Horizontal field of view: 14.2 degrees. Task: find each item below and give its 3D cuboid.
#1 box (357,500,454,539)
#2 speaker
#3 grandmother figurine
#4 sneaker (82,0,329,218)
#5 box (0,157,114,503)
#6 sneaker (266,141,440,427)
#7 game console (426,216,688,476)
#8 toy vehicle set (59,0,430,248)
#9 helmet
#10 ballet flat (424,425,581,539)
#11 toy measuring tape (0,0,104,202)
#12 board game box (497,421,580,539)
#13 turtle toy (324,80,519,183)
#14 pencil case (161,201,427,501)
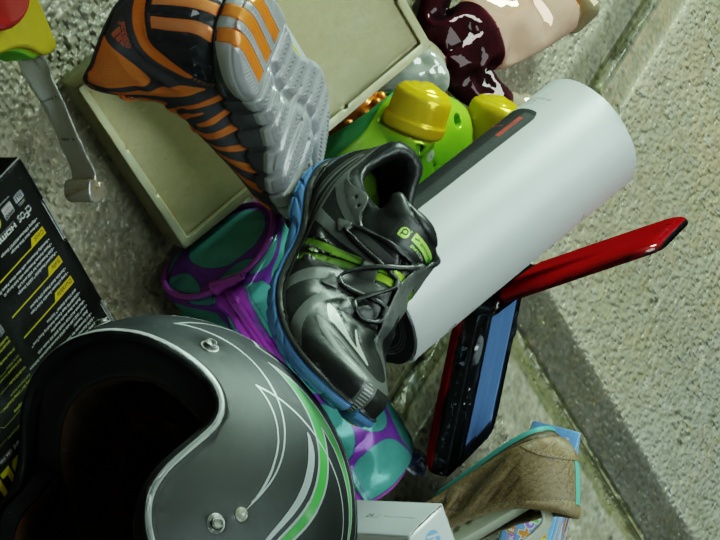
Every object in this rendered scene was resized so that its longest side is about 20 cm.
[{"bbox_3d":[0.010,0.232,1.747,0.041,0.155,0.201,-41,119,-42],"label":"box"},{"bbox_3d":[0.073,-0.031,1.725,0.200,0.081,0.081,-38,118,-27],"label":"speaker"},{"bbox_3d":[0.077,-0.152,1.907,0.200,0.061,0.122,-30,84,-42],"label":"grandmother figurine"},{"bbox_3d":[-0.088,-0.104,1.635,0.200,0.112,0.078,69,37,-55],"label":"sneaker"},{"bbox_3d":[-0.219,0.059,1.566,0.200,0.049,0.160,-52,129,-36],"label":"box"},{"bbox_3d":[0.000,0.000,1.584,0.071,0.083,0.200,44,33,-31],"label":"sneaker"},{"bbox_3d":[0.126,0.045,1.831,0.200,0.118,0.173,-25,127,-77],"label":"game console"},{"bbox_3d":[-0.065,-0.122,1.700,0.200,0.026,0.125,-40,120,-14],"label":"toy vehicle set"},{"bbox_3d":[-0.096,0.126,1.538,0.200,0.199,0.191,51,40,-35],"label":"helmet"},{"bbox_3d":[0.052,0.167,1.762,0.068,0.199,0.073,23,42,-62],"label":"ballet flat"},{"bbox_3d":[-0.201,-0.114,1.574,0.074,0.073,0.201,-41,119,-41],"label":"toy measuring tape"},{"bbox_3d":[0.104,0.200,1.863,0.200,0.036,0.152,83,23,-69],"label":"board game box"},{"bbox_3d":[0.034,-0.054,1.816,0.200,0.101,0.146,5,109,-51],"label":"turtle toy"},{"bbox_3d":[-0.041,0.058,1.741,0.200,0.085,0.093,59,13,-29],"label":"pencil case"}]
